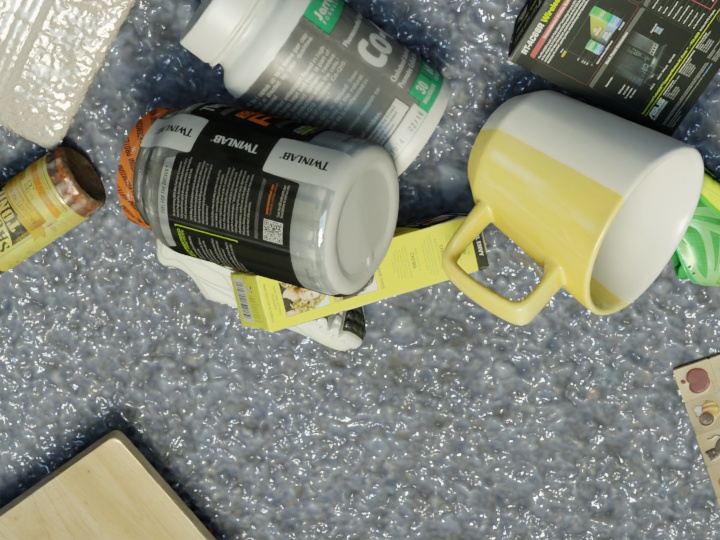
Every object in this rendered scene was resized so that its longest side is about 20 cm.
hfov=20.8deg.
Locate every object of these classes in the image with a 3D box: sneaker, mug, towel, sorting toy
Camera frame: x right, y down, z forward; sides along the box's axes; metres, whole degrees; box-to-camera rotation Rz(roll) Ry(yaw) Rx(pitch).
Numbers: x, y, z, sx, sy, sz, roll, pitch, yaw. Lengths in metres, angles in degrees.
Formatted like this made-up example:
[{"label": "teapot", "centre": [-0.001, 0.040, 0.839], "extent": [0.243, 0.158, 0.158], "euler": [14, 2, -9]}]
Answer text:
[{"label": "sneaker", "centre": [-0.083, 0.007, 1.652], "extent": [0.200, 0.075, 0.081], "euler": [35, 132, -17]}, {"label": "mug", "centre": [0.156, -0.062, 1.540], "extent": [0.153, 0.186, 0.150], "euler": [35, 126, 27]}, {"label": "sneaker", "centre": [0.302, -0.017, 1.625], "extent": [0.200, 0.074, 0.084], "euler": [40, 106, -4]}, {"label": "towel", "centre": [-0.261, -0.205, 1.583], "extent": [0.132, 0.035, 0.201], "euler": [27, 110, -8]}, {"label": "sorting toy", "centre": [-0.226, 0.258, 1.750], "extent": [0.198, 0.070, 0.200], "euler": [-35, 107, 14]}]

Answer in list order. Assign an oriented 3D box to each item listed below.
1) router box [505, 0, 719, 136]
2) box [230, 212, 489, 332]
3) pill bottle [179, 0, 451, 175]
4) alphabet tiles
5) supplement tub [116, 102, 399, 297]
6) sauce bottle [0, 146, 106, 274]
[{"label": "router box", "centre": [0.225, -0.217, 1.521], "extent": [0.149, 0.062, 0.200], "euler": [25, 128, -9]}, {"label": "box", "centre": [0.000, 0.000, 1.593], "extent": [0.199, 0.075, 0.050], "euler": [-17, 98, -19]}, {"label": "pill bottle", "centre": [-0.037, -0.161, 1.552], "extent": [0.200, 0.113, 0.113], "euler": [35, 109, -12]}, {"label": "alphabet tiles", "centre": [0.383, 0.147, 1.722], "extent": [0.166, 0.008, 0.201], "euler": [-19, 111, 9]}, {"label": "supplement tub", "centre": [-0.081, -0.059, 1.509], "extent": [0.199, 0.122, 0.123], "euler": [15, 115, 26]}, {"label": "sauce bottle", "centre": [-0.307, -0.028, 1.639], "extent": [0.199, 0.066, 0.066], "euler": [-34, 107, 15]}]
